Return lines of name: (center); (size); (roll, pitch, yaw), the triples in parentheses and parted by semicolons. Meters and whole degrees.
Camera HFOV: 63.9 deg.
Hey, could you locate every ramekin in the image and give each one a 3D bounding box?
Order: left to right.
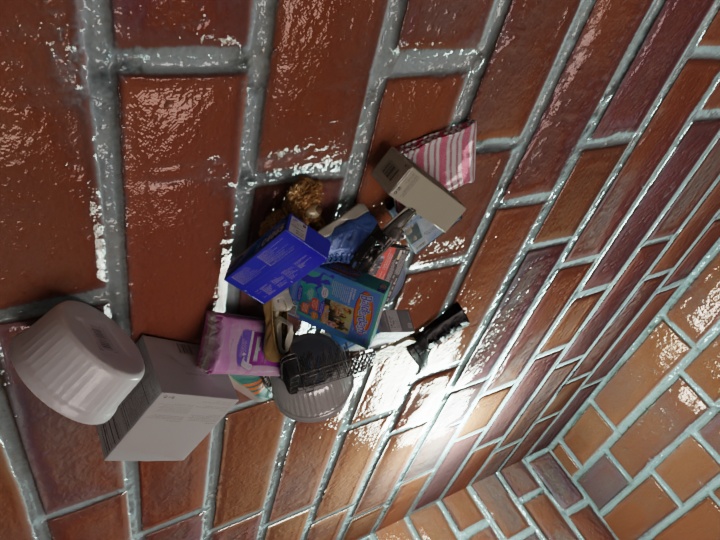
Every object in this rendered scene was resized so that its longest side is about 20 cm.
ramekin: (-0.453, 0.143, 0.948); (0.098, 0.201, 0.201); (-43, 145, -1)
ramekin: (-0.116, 0.238, 1.343); (0.198, 0.200, 0.106); (-23, 134, -17)

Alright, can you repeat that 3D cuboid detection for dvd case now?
dvd case: (0.000, 0.000, 1.257); (0.198, 0.022, 0.147); (5, 119, -30)
dvd case: (0.146, -0.129, 1.284); (0.142, 0.018, 0.200); (-38, 144, 2)

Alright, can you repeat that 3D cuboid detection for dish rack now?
dish rack: (-0.066, 0.198, 1.200); (0.197, 0.055, 0.154); (-14, 158, -14)

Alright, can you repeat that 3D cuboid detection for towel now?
towel: (0.153, -0.207, 1.168); (0.198, 0.030, 0.147); (-23, 136, -13)

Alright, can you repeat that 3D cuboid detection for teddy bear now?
teddy bear: (-0.128, -0.077, 1.072); (0.200, 0.067, 0.145); (-45, 147, 13)

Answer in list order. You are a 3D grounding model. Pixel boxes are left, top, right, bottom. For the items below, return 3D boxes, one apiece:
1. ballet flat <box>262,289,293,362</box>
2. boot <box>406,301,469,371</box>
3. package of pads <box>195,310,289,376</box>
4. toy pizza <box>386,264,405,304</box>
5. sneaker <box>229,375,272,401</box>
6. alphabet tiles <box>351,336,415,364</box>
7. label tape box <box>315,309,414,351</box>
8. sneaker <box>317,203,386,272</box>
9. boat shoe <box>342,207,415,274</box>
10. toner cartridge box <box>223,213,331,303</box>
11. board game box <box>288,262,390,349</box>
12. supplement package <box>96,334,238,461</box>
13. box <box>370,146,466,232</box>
ballet flat: (-0.161, 0.089, 1.168); (0.068, 0.062, 0.203); (-21, 116, -56)
boot: (0.233, 0.198, 1.704); (0.199, 0.066, 0.165); (-38, 147, -5)
package of pads: (-0.240, 0.156, 1.203); (0.199, 0.075, 0.122); (15, 87, -49)
toy pizza: (0.016, 0.032, 1.348); (0.198, 0.032, 0.202); (-20, 141, -17)
sneaker: (-0.244, 0.245, 1.342); (0.080, 0.072, 0.200); (-35, 144, 7)
alphabet tiles: (0.052, 0.227, 1.560); (0.198, 0.015, 0.195); (-29, 163, 13)
label tape box: (0.012, 0.146, 1.399); (0.144, 0.064, 0.199); (-30, 157, 38)
sneaker: (-0.037, -0.032, 1.106); (0.199, 0.112, 0.077); (-37, 173, -21)
boat shoe: (0.047, -0.049, 1.184); (0.200, 0.057, 0.067); (-42, 175, 6)
toner cartridge box: (-0.150, -0.016, 1.028); (0.095, 0.044, 0.199); (36, 134, -26)
board game box: (-0.050, 0.058, 1.183); (0.045, 0.198, 0.153); (-54, 164, -54)
supplement package: (-0.397, 0.263, 1.168); (0.200, 0.148, 0.190); (-47, 144, 16)
box: (0.115, -0.153, 1.114); (0.068, 0.082, 0.199); (-48, 137, 15)
